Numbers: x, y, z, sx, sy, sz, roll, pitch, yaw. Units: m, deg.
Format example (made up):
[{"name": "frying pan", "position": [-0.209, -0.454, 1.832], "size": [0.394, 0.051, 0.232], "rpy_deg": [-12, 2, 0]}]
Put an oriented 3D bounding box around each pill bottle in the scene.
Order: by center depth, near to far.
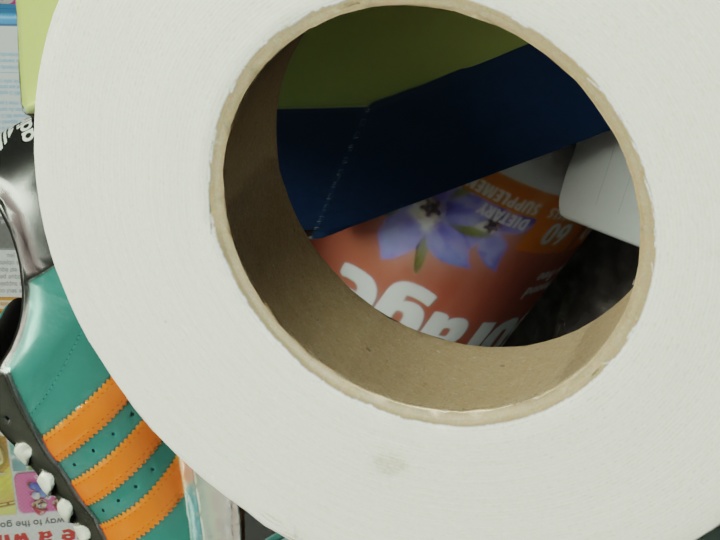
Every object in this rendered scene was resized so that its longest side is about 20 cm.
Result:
[{"name": "pill bottle", "position": [0.000, 0.000, 0.764], "size": [0.200, 0.112, 0.112], "rpy_deg": [-55, 53, 30]}]

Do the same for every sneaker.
[{"name": "sneaker", "position": [-0.078, 0.046, 0.688], "size": [0.071, 0.079, 0.201], "rpy_deg": [-102, 6, -74]}]

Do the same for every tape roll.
[{"name": "tape roll", "position": [0.020, -0.018, 0.517], "size": [0.202, 0.037, 0.204], "rpy_deg": [9, 119, 17]}]

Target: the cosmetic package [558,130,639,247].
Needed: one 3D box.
[{"name": "cosmetic package", "position": [0.163, -0.035, 0.619], "size": [0.200, 0.081, 0.113], "rpy_deg": [23, 102, 45]}]

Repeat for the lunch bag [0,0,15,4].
[{"name": "lunch bag", "position": [-0.146, -0.072, 0.818], "size": [0.200, 0.160, 0.077], "rpy_deg": [-120, 32, -40]}]

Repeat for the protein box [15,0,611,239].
[{"name": "protein box", "position": [0.017, -0.145, 0.613], "size": [0.198, 0.135, 0.201], "rpy_deg": [-19, 66, 29]}]

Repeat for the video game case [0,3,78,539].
[{"name": "video game case", "position": [-0.123, 0.013, 0.720], "size": [0.018, 0.142, 0.201], "rpy_deg": [-98, 9, -70]}]

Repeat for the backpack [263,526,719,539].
[{"name": "backpack", "position": [0.059, 0.114, 0.643], "size": [0.199, 0.175, 0.154], "rpy_deg": [5, 110, 47]}]
